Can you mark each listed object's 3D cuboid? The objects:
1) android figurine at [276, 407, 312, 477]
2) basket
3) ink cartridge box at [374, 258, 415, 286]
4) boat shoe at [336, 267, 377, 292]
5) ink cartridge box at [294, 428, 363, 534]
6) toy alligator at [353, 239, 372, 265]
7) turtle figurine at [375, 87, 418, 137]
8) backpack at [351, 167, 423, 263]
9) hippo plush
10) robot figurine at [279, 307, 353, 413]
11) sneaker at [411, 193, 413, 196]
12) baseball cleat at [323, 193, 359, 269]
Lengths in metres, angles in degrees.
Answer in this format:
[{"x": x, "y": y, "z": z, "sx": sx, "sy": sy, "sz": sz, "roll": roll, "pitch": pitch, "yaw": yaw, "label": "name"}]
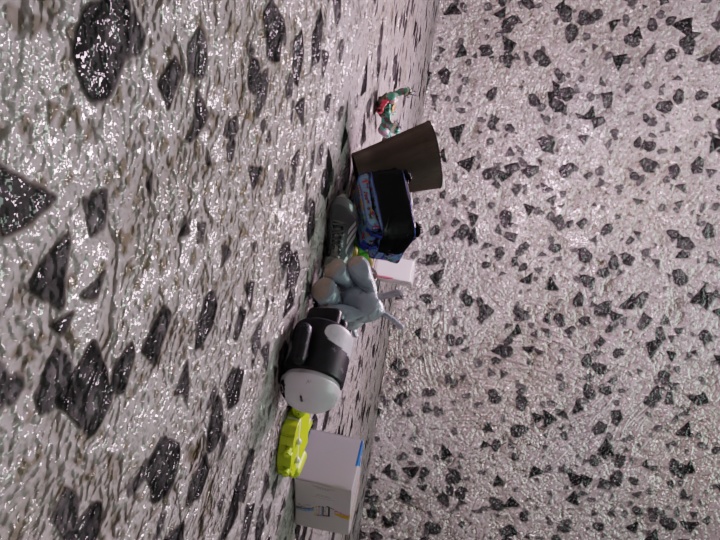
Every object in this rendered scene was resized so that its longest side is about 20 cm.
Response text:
[{"x": -0.135, "y": 0.349, "z": 1.386, "sx": 0.200, "sy": 0.040, "sz": 0.186, "roll": -66, "pitch": 164, "yaw": -68, "label": "android figurine"}, {"x": 0.085, "y": -0.253, "z": 1.584, "sx": 0.182, "sy": 0.196, "sz": 0.137, "roll": 79, "pitch": -6, "yaw": -48, "label": "basket"}, {"x": 0.136, "y": 0.003, "z": 2.557, "sx": 0.200, "sy": 0.143, "sz": 0.085, "roll": 46, "pitch": 54, "yaw": -81, "label": "ink cartridge box"}, {"x": -0.033, "y": 0.056, "z": 1.596, "sx": 0.200, "sy": 0.074, "sz": 0.074, "roll": -41, "pitch": 168, "yaw": -39, "label": "boat shoe"}, {"x": -0.077, "y": 0.525, "z": 1.625, "sx": 0.148, "sy": 0.142, "sz": 0.203, "roll": -73, "pitch": 170, "yaw": -49, "label": "ink cartridge box"}, {"x": -0.007, "y": -0.019, "z": 1.667, "sx": 0.054, "sy": 0.058, "sz": 0.203, "roll": 47, "pitch": -38, "yaw": 45, "label": "toy alligator"}, {"x": 0.091, "y": -0.459, "z": 1.856, "sx": 0.152, "sy": 0.099, "sz": 0.200, "roll": -64, "pitch": -175, "yaw": -10, "label": "turtle figurine"}, {"x": 0.049, "y": -0.112, "z": 1.507, "sx": 0.201, "sy": 0.132, "sz": 0.186, "roll": 113, "pitch": -30, "yaw": -64, "label": "backpack"}, {"x": -0.020, "y": 0.061, "z": 1.446, "sx": 0.161, "sy": 0.196, "sz": 0.163, "roll": 136, "pitch": -45, "yaw": -73, "label": "hippo plush"}, {"x": -0.084, "y": 0.171, "z": 1.252, "sx": 0.124, "sy": 0.149, "sz": 0.203, "roll": -30, "pitch": -142, "yaw": 49, "label": "robot figurine"}, {"x": 0.218, "y": -0.328, "z": 3.039, "sx": 0.099, "sy": 0.069, "sz": 0.204, "roll": -39, "pitch": 134, "yaw": -71, "label": "sneaker"}, {"x": -0.044, "y": -0.064, "z": 1.443, "sx": 0.202, "sy": 0.068, "sz": 0.107, "roll": 87, "pitch": 18, "yaw": -47, "label": "baseball cleat"}]
